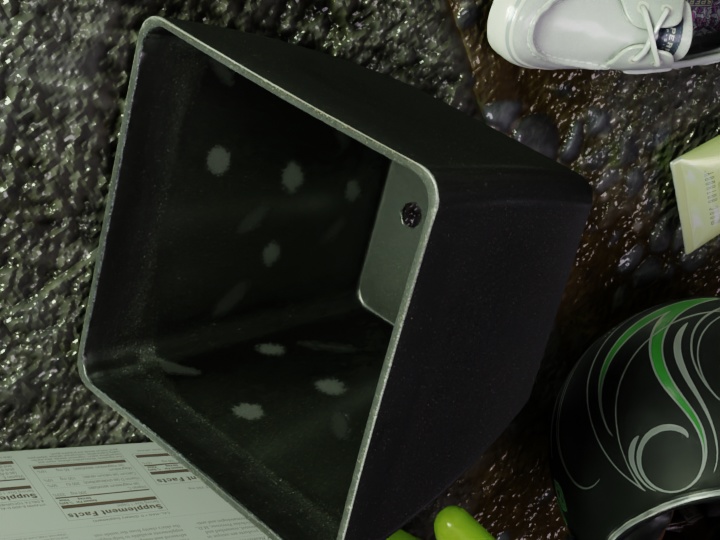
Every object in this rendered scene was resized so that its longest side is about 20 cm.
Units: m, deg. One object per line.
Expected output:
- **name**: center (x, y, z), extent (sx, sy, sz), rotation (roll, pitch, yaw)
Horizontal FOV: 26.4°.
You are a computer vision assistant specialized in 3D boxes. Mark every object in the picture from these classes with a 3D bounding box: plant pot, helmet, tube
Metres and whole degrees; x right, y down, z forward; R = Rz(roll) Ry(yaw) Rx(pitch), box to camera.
- **plant pot**: center (0.000, 0.000, 0.770), extent (0.177, 0.199, 0.201), rotation (-9, 122, -46)
- **helmet**: center (0.222, 0.113, 1.007), extent (0.198, 0.192, 0.201), rotation (0, 135, 0)
- **tube**: center (0.291, -0.087, 1.024), extent (0.199, 0.052, 0.058), rotation (-30, 88, -14)

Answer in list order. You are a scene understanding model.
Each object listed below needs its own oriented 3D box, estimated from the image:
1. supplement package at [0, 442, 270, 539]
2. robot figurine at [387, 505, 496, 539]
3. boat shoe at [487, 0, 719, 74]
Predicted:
- **supplement package**: center (-0.151, 0.188, 0.817), extent (0.199, 0.111, 0.157), rotation (1, 116, -38)
- **robot figurine**: center (0.027, 0.234, 0.980), extent (0.176, 0.116, 0.200), rotation (-48, 135, 0)
- **boat shoe**: center (0.165, -0.143, 0.883), extent (0.199, 0.068, 0.073), rotation (-5, 120, -36)
